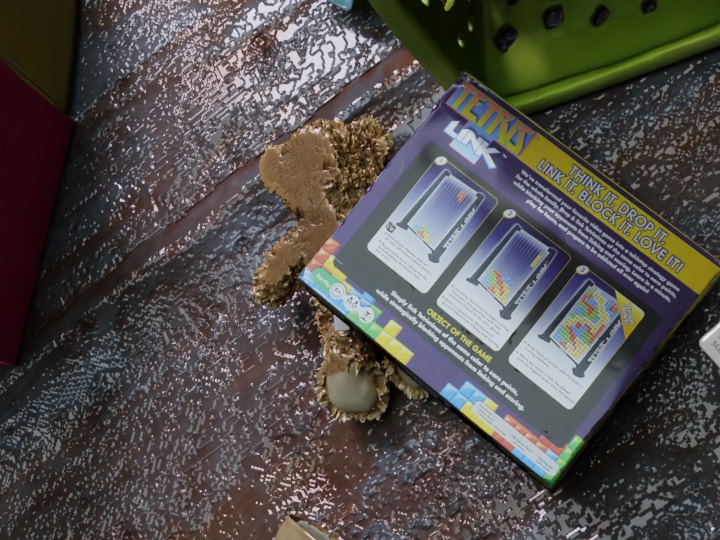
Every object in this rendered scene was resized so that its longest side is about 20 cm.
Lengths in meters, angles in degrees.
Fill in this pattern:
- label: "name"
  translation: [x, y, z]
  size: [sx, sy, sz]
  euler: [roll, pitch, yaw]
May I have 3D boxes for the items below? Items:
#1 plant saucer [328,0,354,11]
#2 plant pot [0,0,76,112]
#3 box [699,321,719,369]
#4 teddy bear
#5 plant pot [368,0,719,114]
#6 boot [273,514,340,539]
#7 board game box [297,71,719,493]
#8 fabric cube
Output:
- label: "plant saucer"
  translation: [-0.009, -0.280, 0.985]
  size: [0.070, 0.019, 0.201]
  euler: [31, 129, 23]
- label: "plant pot"
  translation: [-0.337, -0.248, 1.146]
  size: [0.198, 0.200, 0.178]
  euler: [2, 67, 27]
- label: "box"
  translation: [0.291, 0.007, 0.809]
  size: [0.200, 0.068, 0.082]
  euler: [-45, 59, 9]
- label: "teddy bear"
  translation: [0.000, 0.000, 0.972]
  size: [0.145, 0.067, 0.201]
  euler: [-42, 67, 21]
- label: "plant pot"
  translation: [0.115, -0.235, 0.904]
  size: [0.198, 0.199, 0.183]
  euler: [-17, 62, 22]
- label: "boot"
  translation: [-0.032, 0.278, 0.896]
  size: [0.174, 0.066, 0.201]
  euler: [29, 88, 30]
- label: "board game box"
  translation: [0.089, 0.006, 0.882]
  size: [0.200, 0.057, 0.166]
  euler: [39, 85, 15]
- label: "fabric cube"
  translation: [-0.352, -0.058, 1.066]
  size: [0.194, 0.200, 0.202]
  euler: [8, 78, 15]
